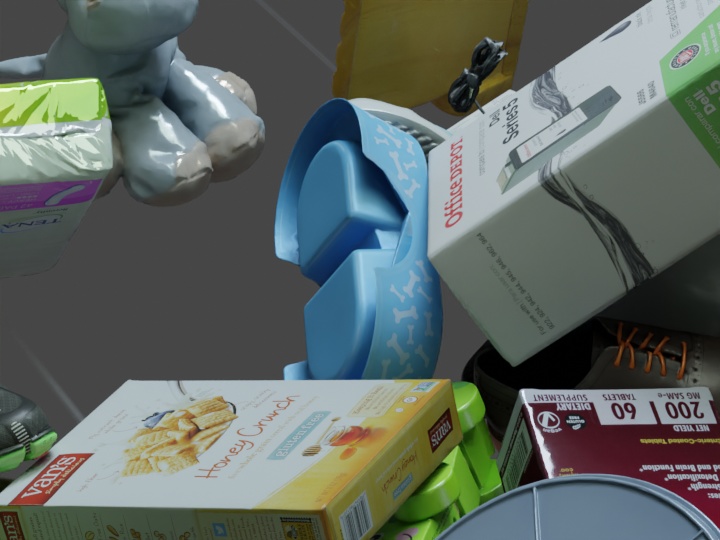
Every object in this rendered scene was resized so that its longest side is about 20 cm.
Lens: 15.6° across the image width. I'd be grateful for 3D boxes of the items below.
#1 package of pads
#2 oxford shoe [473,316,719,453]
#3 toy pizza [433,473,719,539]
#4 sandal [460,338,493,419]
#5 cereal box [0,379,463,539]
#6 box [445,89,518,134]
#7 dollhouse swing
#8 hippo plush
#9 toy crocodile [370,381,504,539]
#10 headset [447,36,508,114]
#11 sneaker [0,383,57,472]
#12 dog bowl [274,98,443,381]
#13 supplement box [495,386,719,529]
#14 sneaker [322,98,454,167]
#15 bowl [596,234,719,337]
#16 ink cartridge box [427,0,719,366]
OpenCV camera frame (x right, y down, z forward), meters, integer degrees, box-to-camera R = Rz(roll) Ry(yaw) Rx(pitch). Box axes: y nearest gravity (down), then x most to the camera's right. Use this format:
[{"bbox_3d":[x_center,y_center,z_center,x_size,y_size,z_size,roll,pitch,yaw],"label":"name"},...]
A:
[{"bbox_3d":[-0.250,-0.043,1.466,0.199,0.155,0.069,-5,70,-22],"label":"package of pads"},{"bbox_3d":[0.156,0.062,1.405,0.199,0.073,0.071,-9,47,18],"label":"oxford shoe"},{"bbox_3d":[0.090,0.186,1.203,0.199,0.032,0.201,-16,50,20],"label":"toy pizza"},{"bbox_3d":[0.129,0.031,1.547,0.075,0.045,0.200,29,53,28],"label":"sandal"},{"bbox_3d":[-0.067,0.099,1.314,0.199,0.040,0.144,-2,23,29],"label":"cereal box"},{"bbox_3d":[0.061,-0.063,1.690,0.041,0.039,0.200,22,33,24],"label":"box"},{"bbox_3d":[0.023,-0.219,1.782,0.175,0.201,0.182,-12,36,-30],"label":"dollhouse swing"},{"bbox_3d":[-0.135,-0.151,1.662,0.158,0.162,0.200,-2,33,-19],"label":"hippo plush"},{"bbox_3d":[0.037,0.119,1.355,0.061,0.068,0.200,-15,24,20],"label":"toy crocodile"},{"bbox_3d":[0.151,-0.085,1.676,0.199,0.094,0.124,20,47,-10],"label":"headset"},{"bbox_3d":[-0.234,0.047,1.371,0.077,0.084,0.200,-23,39,-37],"label":"sneaker"},{"bbox_3d":[0.000,0.000,1.469,0.049,0.112,0.201,13,53,-25],"label":"dog bowl"},{"bbox_3d":[0.143,0.150,1.295,0.108,0.061,0.201,0,46,-16],"label":"supplement box"},{"bbox_3d":[0.054,-0.051,1.598,0.200,0.074,0.082,33,18,-26],"label":"sneaker"},{"bbox_3d":[0.223,-0.028,1.500,0.200,0.091,0.202,7,38,-5],"label":"bowl"},{"bbox_3d":[0.136,-0.059,1.406,0.084,0.200,0.146,51,17,-19],"label":"ink cartridge box"}]
